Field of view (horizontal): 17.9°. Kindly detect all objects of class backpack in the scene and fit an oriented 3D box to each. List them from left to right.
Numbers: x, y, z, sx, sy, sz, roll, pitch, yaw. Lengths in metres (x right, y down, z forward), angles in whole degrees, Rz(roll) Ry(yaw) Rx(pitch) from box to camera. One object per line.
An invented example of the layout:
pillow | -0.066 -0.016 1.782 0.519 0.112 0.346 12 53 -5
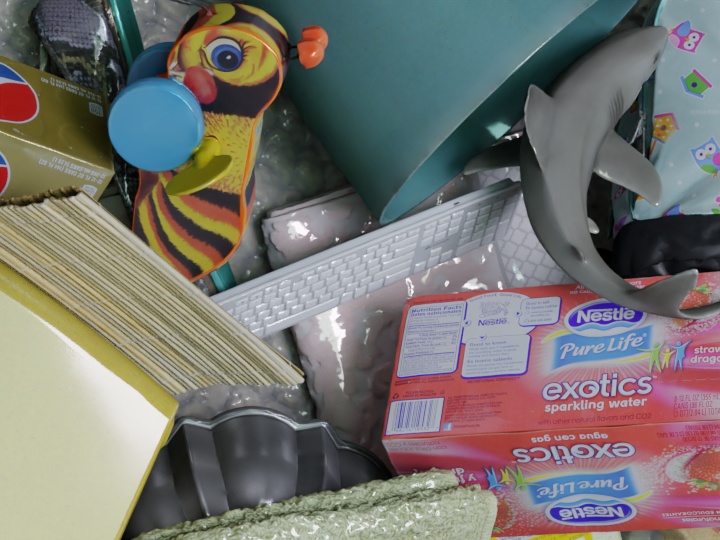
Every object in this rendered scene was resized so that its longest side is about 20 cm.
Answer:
backpack | 0.220 -0.076 1.301 0.166 0.127 0.200 5 70 0

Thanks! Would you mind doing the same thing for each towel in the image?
towel | -0.025 0.181 1.154 0.200 0.036 0.149 -7 109 -21
towel | 0.055 0.035 1.316 0.191 0.032 0.200 -19 98 -20

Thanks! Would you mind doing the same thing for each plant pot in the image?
plant pot | -0.193 0.091 1.103 0.176 0.200 0.200 24 83 -2
plant pot | 0.032 -0.151 1.216 0.200 0.201 0.161 -40 84 -15

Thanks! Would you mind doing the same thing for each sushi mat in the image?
sushi mat | -0.119 0.015 1.167 0.200 0.095 0.012 43 49 -45

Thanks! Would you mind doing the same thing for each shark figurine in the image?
shark figurine | 0.111 -0.052 1.191 0.128 0.215 0.090 -15 138 10

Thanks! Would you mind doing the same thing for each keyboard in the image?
keyboard | 0.000 0.000 1.251 0.200 0.056 0.011 -22 58 -20

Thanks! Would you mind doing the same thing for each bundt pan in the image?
bundt pan | -0.059 0.179 1.218 0.201 0.076 0.202 -2 109 -7

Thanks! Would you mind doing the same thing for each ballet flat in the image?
ballet flat | -0.128 -0.060 1.228 0.072 0.072 0.201 -24 101 -19

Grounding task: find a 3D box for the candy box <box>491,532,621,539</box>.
candy box | 0.049 0.159 1.291 0.200 0.026 0.102 -17 107 -10

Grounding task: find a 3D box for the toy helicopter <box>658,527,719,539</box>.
toy helicopter | 0.219 0.129 1.321 0.132 0.079 0.200 -55 129 -29

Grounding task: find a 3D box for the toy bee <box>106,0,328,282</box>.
toy bee | -0.070 -0.083 1.125 0.108 0.200 0.131 0 48 7

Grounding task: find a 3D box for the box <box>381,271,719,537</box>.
box | 0.122 0.072 1.207 0.095 0.199 0.103 66 25 -45

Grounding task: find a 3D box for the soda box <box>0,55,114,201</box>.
soda box | -0.225 -0.078 1.131 0.200 0.068 0.064 19 125 -26
